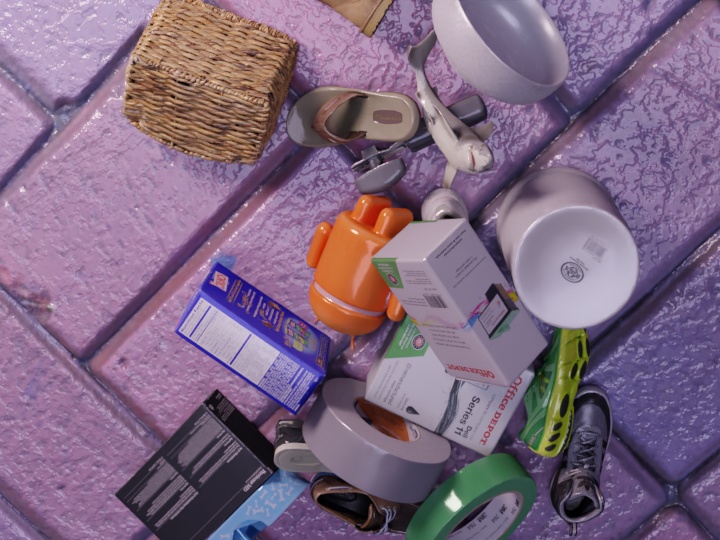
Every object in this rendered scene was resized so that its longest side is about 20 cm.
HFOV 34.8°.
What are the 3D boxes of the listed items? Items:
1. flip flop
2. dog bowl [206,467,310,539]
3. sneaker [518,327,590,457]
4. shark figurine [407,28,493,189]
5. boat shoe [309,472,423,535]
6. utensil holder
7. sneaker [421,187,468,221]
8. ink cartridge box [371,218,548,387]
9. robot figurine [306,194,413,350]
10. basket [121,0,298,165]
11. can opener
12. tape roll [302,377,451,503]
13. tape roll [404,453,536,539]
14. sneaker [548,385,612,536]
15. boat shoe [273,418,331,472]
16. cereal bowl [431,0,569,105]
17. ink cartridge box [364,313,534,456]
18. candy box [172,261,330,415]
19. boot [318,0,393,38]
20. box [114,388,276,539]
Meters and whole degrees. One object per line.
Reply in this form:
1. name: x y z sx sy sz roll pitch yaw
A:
1. flip flop: -0.017 -0.195 1.493 0.198 0.057 0.082 6 109 31
2. dog bowl: -0.157 0.358 1.662 0.050 0.111 0.200 46 104 4
3. sneaker: 0.260 0.154 1.590 0.083 0.074 0.203 15 90 40
4. shark figurine: 0.124 -0.197 1.463 0.089 0.129 0.216 -19 66 -16
5. boat shoe: 0.019 0.350 1.664 0.197 0.072 0.073 15 106 -3
6. utensil holder: 0.264 -0.029 1.477 0.167 0.200 0.172 1 107 3
7. sneaker: 0.134 -0.006 1.542 0.077 0.099 0.202 -25 103 10
8. ink cartridge box: 0.123 0.040 1.442 0.084 0.144 0.201 -41 107 -20
9. robot figurine: -0.001 -0.001 1.545 0.142 0.117 0.202 20 105 -9
10. basket: -0.197 -0.244 1.512 0.198 0.150 0.143 18 139 -2
11. can opener: 0.080 -0.162 1.520 0.198 0.053 0.068 -24 84 9
12. tape roll: 0.022 0.228 1.563 0.198 0.201 0.067 26 107 -5
13. tape roll: 0.155 0.343 1.602 0.201 0.200 0.048 -50 55 14
14. sneaker: 0.314 0.270 1.604 0.074 0.114 0.203 9 106 0
15. boat shoe: -0.028 0.253 1.642 0.197 0.068 0.072 11 128 -17
16. cereal bowl: 0.162 -0.284 1.422 0.200 0.201 0.083 43 127 -9
17. ink cartridge box: 0.124 0.146 1.595 0.198 0.083 0.148 25 106 -5
18. candy box: -0.142 0.087 1.548 0.199 0.169 0.077 36 101 -6
19. boot: -0.027 -0.416 1.452 0.199 0.066 0.176 33 105 -5
20. box: -0.232 0.295 1.655 0.141 0.079 0.200 45 104 0
